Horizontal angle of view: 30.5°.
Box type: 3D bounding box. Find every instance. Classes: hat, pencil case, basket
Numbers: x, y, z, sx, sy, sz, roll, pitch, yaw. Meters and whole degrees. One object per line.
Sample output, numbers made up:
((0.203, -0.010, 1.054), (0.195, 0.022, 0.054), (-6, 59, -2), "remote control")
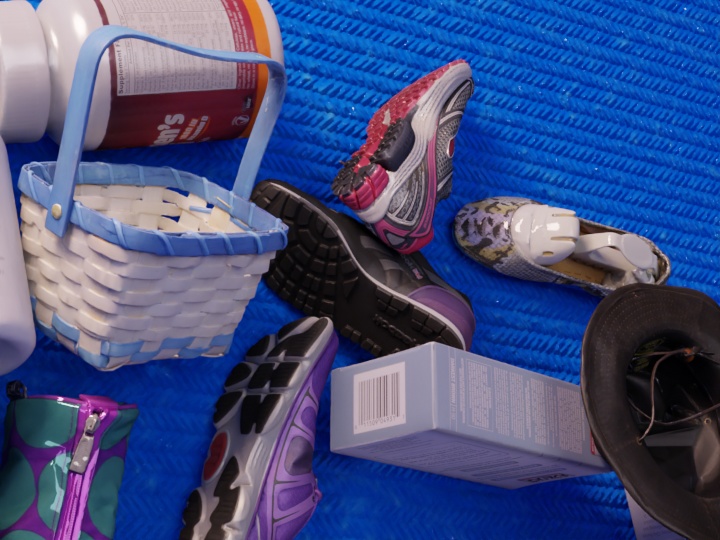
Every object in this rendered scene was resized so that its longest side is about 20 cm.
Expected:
((0.214, 0.113, 0.935), (0.199, 0.081, 0.203), (15, 57, -25), "hat")
((-0.189, 0.173, 0.803), (0.084, 0.092, 0.202), (14, 69, -24), "pencil case")
((-0.130, -0.047, 0.833), (0.176, 0.138, 0.202), (2, 114, -54), "basket")

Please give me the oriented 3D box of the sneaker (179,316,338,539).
((-0.059, 0.127, 0.913), (0.083, 0.080, 0.202), (34, 66, -34), "sneaker")

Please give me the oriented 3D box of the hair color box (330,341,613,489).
((0.082, 0.107, 0.935), (0.199, 0.098, 0.061), (19, 63, -42), "hair color box")

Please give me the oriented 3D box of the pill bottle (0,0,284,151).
((-0.160, -0.139, 0.908), (0.198, 0.109, 0.111), (-9, 78, -30), "pill bottle")

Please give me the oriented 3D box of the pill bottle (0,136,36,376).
((-0.265, -0.037, 0.792), (0.113, 0.114, 0.202), (-3, 68, -29), "pill bottle")

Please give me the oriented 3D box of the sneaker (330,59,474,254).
((0.043, -0.090, 1.012), (0.075, 0.080, 0.201), (48, 44, -17), "sneaker")

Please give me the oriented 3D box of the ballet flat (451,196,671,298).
((0.172, -0.022, 1.076), (0.198, 0.072, 0.073), (16, 67, -23), "ballet flat")

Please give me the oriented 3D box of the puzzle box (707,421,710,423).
((0.302, 0.223, 0.975), (0.132, 0.025, 0.202), (15, 67, -25), "puzzle box")

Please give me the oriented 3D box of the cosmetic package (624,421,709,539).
((0.274, 0.204, 1.040), (0.071, 0.101, 0.203), (-4, 77, -30), "cosmetic package")

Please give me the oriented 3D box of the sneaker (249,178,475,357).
((0.000, 0.000, 0.988), (0.200, 0.076, 0.088), (41, 31, -4), "sneaker")
